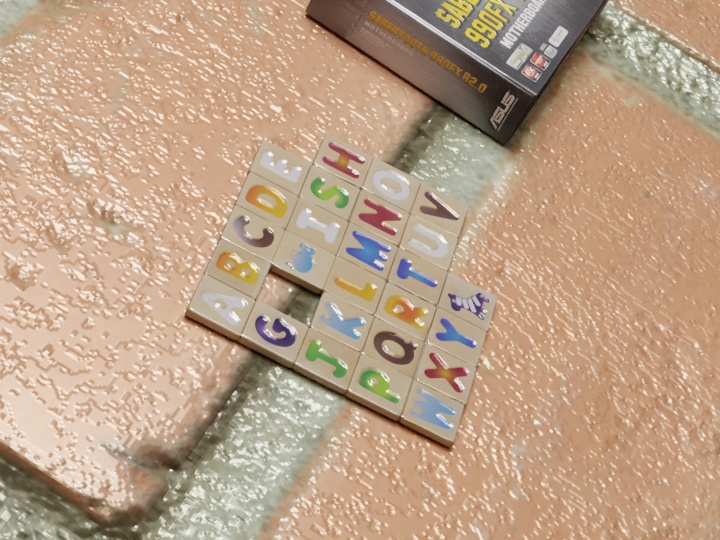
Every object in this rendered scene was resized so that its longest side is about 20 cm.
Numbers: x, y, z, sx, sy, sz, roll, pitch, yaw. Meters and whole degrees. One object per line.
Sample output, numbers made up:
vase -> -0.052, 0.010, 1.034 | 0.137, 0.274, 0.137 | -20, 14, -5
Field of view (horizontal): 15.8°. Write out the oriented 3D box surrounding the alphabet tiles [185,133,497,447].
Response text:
alphabet tiles -> 0.000, 0.000, 1.510 | 0.167, 0.008, 0.200 | 27, 40, -5

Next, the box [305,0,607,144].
box -> 0.075, -0.188, 1.719 | 0.158, 0.048, 0.200 | 34, 39, 3
